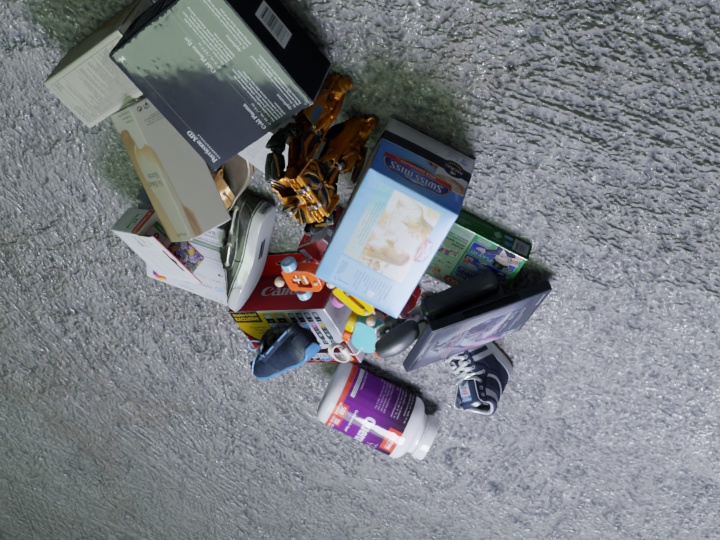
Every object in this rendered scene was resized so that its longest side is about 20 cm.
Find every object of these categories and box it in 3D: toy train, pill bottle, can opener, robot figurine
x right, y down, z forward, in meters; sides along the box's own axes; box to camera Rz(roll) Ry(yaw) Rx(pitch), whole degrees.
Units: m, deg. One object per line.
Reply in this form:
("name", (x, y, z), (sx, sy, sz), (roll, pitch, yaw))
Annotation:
("toy train", (-0.029, 0.047, 1.718), (0.148, 0.056, 0.201), (-3, 132, 35))
("pill bottle", (0.032, 0.245, 1.999), (0.198, 0.113, 0.113), (26, 145, -2))
("can opener", (0.111, 0.071, 1.653), (0.198, 0.067, 0.054), (-25, 126, 14))
("robot figurine", (-0.049, -0.146, 1.479), (0.058, 0.202, 0.145), (-8, 135, 37))

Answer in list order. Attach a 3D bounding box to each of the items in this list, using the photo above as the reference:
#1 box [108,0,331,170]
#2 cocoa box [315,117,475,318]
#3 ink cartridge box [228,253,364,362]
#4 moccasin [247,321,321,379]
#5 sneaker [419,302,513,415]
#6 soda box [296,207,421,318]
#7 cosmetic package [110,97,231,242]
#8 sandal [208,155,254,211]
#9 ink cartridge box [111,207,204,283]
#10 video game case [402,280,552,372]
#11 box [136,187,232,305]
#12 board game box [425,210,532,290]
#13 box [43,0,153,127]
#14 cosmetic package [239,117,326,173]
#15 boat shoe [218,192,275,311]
("box", (-0.172, -0.261, 1.448), (0.181, 0.105, 0.200), (-28, 116, 31))
("cocoa box", (0.045, -0.067, 1.541), (0.132, 0.132, 0.201), (27, 129, -3))
("ink cartridge box", (-0.103, 0.062, 1.874), (0.197, 0.085, 0.176), (-4, 135, 35))
("moccasin", (-0.122, 0.115, 1.814), (0.069, 0.080, 0.199), (54, 145, -6))
("sneaker", (0.153, 0.139, 1.794), (0.200, 0.109, 0.070), (43, 141, -22))
("soda box", (0.000, 0.000, 1.745), (0.063, 0.071, 0.200), (-19, 125, 43))
("cosmetic package", (-0.266, -0.145, 1.637), (0.105, 0.071, 0.202), (-3, 113, 63))
("sandal", (-0.218, -0.116, 1.720), (0.080, 0.054, 0.201), (31, 127, -7))
("ink cartridge box", (-0.297, -0.039, 1.765), (0.109, 0.051, 0.199), (46, 163, -24))
("video game case", (0.165, 0.080, 1.664), (0.019, 0.197, 0.143), (62, 156, 20))
("box", (-0.278, -0.039, 1.891), (0.154, 0.041, 0.201), (19, 143, 10))
("board game box", (0.128, -0.034, 1.661), (0.198, 0.029, 0.135), (27, 145, -2))
("box", (-0.333, -0.280, 1.587), (0.198, 0.078, 0.095), (-18, 126, 44))
("cosmetic package", (-0.137, -0.190, 1.606), (0.199, 0.051, 0.082), (36, 141, -13))
("boat shoe", (-0.182, -0.030, 1.802), (0.063, 0.071, 0.202), (27, 123, 12))
